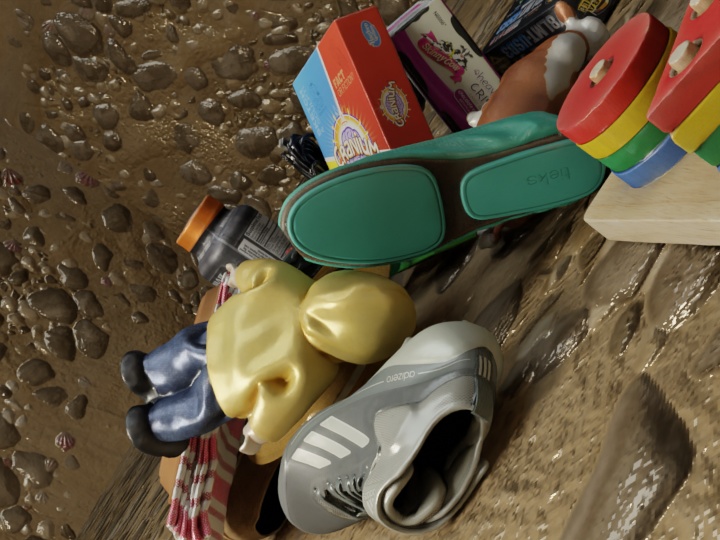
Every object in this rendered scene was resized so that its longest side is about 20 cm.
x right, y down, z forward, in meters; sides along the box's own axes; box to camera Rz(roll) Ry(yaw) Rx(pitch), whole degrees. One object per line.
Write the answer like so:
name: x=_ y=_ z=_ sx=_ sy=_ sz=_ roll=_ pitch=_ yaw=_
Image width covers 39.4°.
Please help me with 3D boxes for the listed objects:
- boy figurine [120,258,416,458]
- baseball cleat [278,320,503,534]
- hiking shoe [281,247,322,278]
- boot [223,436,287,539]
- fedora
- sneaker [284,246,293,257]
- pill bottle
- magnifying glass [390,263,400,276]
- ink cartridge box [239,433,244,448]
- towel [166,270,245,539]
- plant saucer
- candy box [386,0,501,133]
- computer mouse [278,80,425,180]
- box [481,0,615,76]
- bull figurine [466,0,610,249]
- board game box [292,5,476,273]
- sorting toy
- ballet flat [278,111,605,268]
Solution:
boy figurine: x=-0.057 y=0.045 z=0.621 sx=0.199 sy=0.064 sz=0.125 roll=-26 pitch=60 yaw=20
baseball cleat: x=0.004 y=0.109 z=0.549 sx=0.200 sy=0.069 sz=0.107 roll=-54 pitch=15 yaw=37
hiking shoe: x=-0.067 y=0.037 z=1.003 sx=0.200 sy=0.074 sz=0.087 roll=-48 pitch=-3 yaw=-16
boot: x=-0.057 y=0.132 z=0.840 sx=0.075 sy=0.073 sz=0.201 roll=-17 pitch=44 yaw=52
fedora: x=-0.008 y=0.066 z=0.726 sx=0.201 sy=0.082 sz=0.201 roll=-51 pitch=16 yaw=21
sneaker: x=-0.064 y=0.059 z=1.139 sx=0.073 sy=0.077 sz=0.201 roll=-111 pitch=34 yaw=-44
pill bottle: x=-0.124 y=-0.009 z=1.228 sx=0.106 sy=0.200 sz=0.106 roll=-54 pitch=9 yaw=12
magnifying glass: x=0.000 y=0.000 z=0.898 sx=0.022 sy=0.080 sz=0.200 roll=-21 pitch=-28 yaw=-20
ink cartridge box: x=-0.078 y=0.127 z=1.018 sx=0.173 sy=0.044 sz=0.200 roll=-34 pitch=9 yaw=-1
towel: x=-0.100 y=0.117 z=0.750 sx=0.147 sy=0.030 sz=0.201 roll=94 pitch=-175 yaw=-64
plant saucer: x=-0.142 y=0.103 z=0.876 sx=0.200 sy=0.032 sz=0.201 roll=-165 pitch=90 yaw=-83
candy box: x=0.082 y=-0.176 z=0.913 sx=0.061 sy=0.137 sz=0.200 roll=-38 pitch=12 yaw=8
computer mouse: x=0.001 y=-0.141 z=0.991 sx=0.053 sy=0.138 sz=0.201 roll=-26 pitch=35 yaw=52
box: x=0.207 y=-0.284 z=0.934 sx=0.199 sy=0.050 sz=0.200 roll=-58 pitch=9 yaw=-9
bull figurine: x=0.114 y=-0.099 z=0.718 sx=0.200 sy=0.065 sz=0.121 roll=-61 pitch=8 yaw=-33
board game box: x=0.014 y=-0.099 z=0.855 sx=0.040 sy=0.201 sz=0.153 roll=-23 pitch=-2 yaw=-19
sorting toy: x=0.172 y=-0.113 z=0.436 sx=0.199 sy=0.069 sz=0.200 roll=-57 pitch=9 yaw=-3
ballet flat: x=0.047 y=-0.050 z=0.608 sx=0.199 sy=0.068 sz=0.070 roll=-14 pitch=23 yaw=-5
